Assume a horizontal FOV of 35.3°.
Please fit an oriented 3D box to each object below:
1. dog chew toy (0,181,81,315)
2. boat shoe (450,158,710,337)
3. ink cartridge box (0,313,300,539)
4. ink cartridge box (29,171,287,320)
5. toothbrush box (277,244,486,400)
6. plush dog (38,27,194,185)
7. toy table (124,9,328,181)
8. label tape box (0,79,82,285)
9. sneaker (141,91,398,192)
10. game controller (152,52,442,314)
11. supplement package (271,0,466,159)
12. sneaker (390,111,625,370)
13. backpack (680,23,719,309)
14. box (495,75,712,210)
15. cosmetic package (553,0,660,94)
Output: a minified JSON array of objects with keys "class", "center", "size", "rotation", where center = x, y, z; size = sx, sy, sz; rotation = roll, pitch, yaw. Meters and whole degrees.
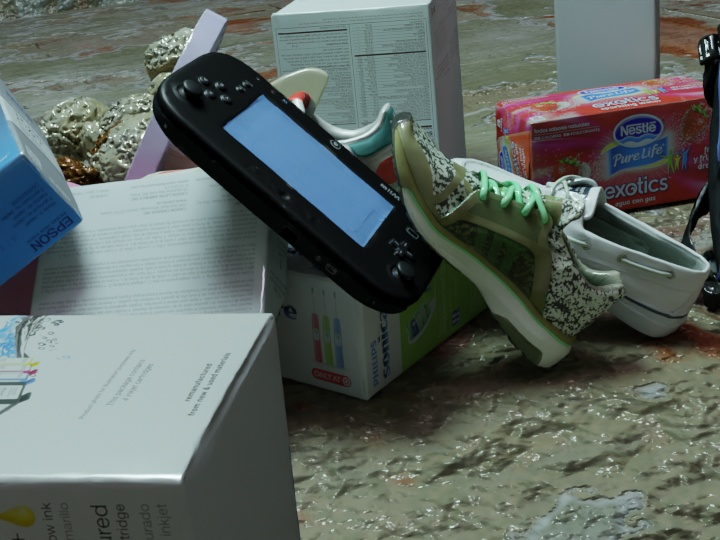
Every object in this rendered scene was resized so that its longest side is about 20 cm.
[{"class":"dog chew toy","center":[-0.178,-0.002,0.838],"size":[0.198,0.126,0.125],"rotation":[2,21,-4]},{"class":"boat shoe","center":[0.146,-0.034,0.775],"size":[0.199,0.067,0.074],"rotation":[29,38,4]},{"class":"ink cartridge box","center":[-0.139,0.113,0.483],"size":[0.198,0.149,0.145],"rotation":[-2,22,10]},{"class":"ink cartridge box","center":[-0.127,0.036,0.709],"size":[0.161,0.202,0.050],"rotation":[-5,-24,13]},{"class":"toothbrush box","center":[0.000,0.000,0.821],"size":[0.145,0.087,0.200],"rotation":[11,26,33]},{"class":"plush dog","center":[-0.202,-0.114,1.066],"size":[0.199,0.161,0.172],"rotation":[-30,14,8]},{"class":"toy table","center":[-0.115,-0.096,0.924],"size":[0.116,0.201,0.184],"rotation":[24,24,-8]},{"class":"label tape box","center":[-0.277,-0.053,0.754],"size":[0.143,0.066,0.200],"rotation":[-39,37,-1]},{"class":"sneaker","center":[-0.062,-0.079,0.784],"size":[0.198,0.094,0.070],"rotation":[1,23,8]},{"class":"game controller","center":[-0.034,-0.057,0.693],"size":[0.200,0.042,0.104],"rotation":[41,41,-3]},{"class":"supplement package","center":[0.016,-0.164,1.079],"size":[0.146,0.202,0.191],"rotation":[-1,21,12]},{"class":"sneaker","center":[0.096,-0.033,0.714],"size":[0.088,0.200,0.077],"rotation":[-34,23,21]},{"class":"backpack","center":[0.322,-0.087,0.840],"size":[0.153,0.202,0.190],"rotation":[7,17,17]},{"class":"box","center":[0.232,-0.114,1.040],"size":[0.198,0.096,0.100],"rotation":[-9,21,-9]},{"class":"cosmetic package","center":[0.249,-0.209,1.131],"size":[0.101,0.202,0.074],"rotation":[2,22,18]}]
